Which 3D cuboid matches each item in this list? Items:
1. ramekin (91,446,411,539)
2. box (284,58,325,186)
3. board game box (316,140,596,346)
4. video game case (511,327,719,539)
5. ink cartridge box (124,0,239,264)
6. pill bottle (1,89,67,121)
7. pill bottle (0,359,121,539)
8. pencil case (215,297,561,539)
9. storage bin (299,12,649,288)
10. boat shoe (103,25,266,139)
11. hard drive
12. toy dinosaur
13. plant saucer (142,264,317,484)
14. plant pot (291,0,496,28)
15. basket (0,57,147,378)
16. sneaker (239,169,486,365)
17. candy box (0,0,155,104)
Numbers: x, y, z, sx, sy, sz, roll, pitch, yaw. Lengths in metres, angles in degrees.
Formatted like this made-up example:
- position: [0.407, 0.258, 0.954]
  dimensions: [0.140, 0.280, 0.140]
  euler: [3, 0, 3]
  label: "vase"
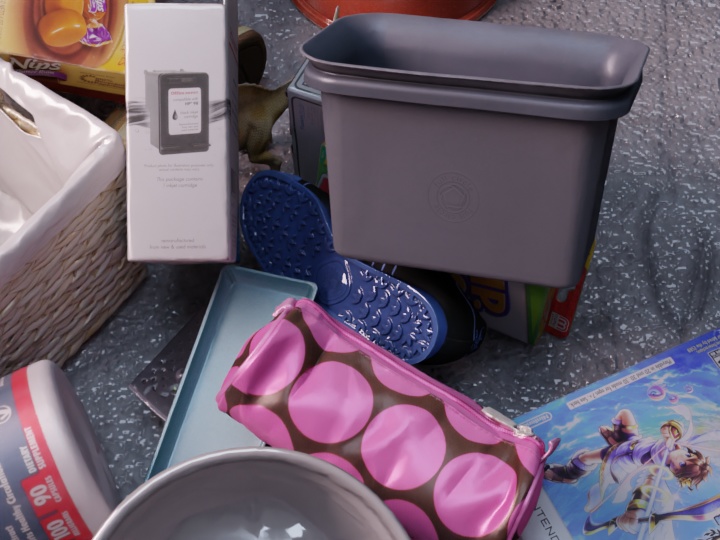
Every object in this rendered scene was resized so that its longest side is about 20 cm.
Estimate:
- position: [-0.063, 0.203, 0.740]
  dimensions: [0.198, 0.105, 0.202]
  euler: [2, 78, -8]
  label: "ramekin"
- position: [0.049, -0.083, 0.953]
  dimensions: [0.199, 0.117, 0.060]
  euler: [20, 59, 15]
  label: "box"
- position: [0.059, -0.019, 0.922]
  dimensions: [0.199, 0.096, 0.030]
  euler: [21, 39, 14]
  label: "board game box"
- position: [0.193, 0.150, 0.836]
  dimensions: [0.199, 0.046, 0.182]
  euler: [-22, 59, -13]
  label: "video game case"
- position: [-0.115, -0.105, 0.875]
  dimensions: [0.066, 0.116, 0.202]
  euler: [-1, 89, -2]
  label: "ink cartridge box"
- position: [-0.240, -0.208, 1.049]
  dimensions: [0.110, 0.111, 0.200]
  euler: [29, 62, 20]
  label: "pill bottle"
- position: [-0.256, 0.147, 0.805]
  dimensions: [0.199, 0.120, 0.120]
  euler: [-24, 58, -6]
  label: "pill bottle"
- position: [0.015, 0.093, 0.791]
  dimensions: [0.199, 0.094, 0.091]
  euler: [30, 19, 8]
  label: "pencil case"
- position: [0.069, -0.076, 0.825]
  dimensions: [0.198, 0.135, 0.146]
  euler: [9, 25, 14]
  label: "storage bin"
- position: [-0.157, -0.124, 1.020]
  dimensions: [0.076, 0.072, 0.200]
  euler: [26, 60, 32]
  label: "boat shoe"
- position: [-0.039, 0.093, 0.883]
  dimensions: [0.199, 0.042, 0.135]
  euler: [31, 62, 21]
  label: "hard drive"
- position: [-0.081, -0.107, 0.982]
  dimensions: [0.199, 0.101, 0.058]
  euler: [-31, 60, -18]
  label: "toy dinosaur"
- position: [-0.087, 0.093, 0.848]
  dimensions: [0.069, 0.019, 0.201]
  euler: [12, 68, 15]
  label: "plant saucer"
- position: [0.027, -0.323, 1.066]
  dimensions: [0.199, 0.196, 0.202]
  euler: [-1, 56, 1]
  label: "plant pot"
- position: [-0.278, -0.025, 0.899]
  dimensions: [0.197, 0.161, 0.200]
  euler: [30, 63, 20]
  label: "basket"
- position: [0.000, 0.000, 0.908]
  dimensions: [0.200, 0.078, 0.070]
  euler: [41, 110, 30]
  label: "sneaker"
- position: [-0.208, -0.230, 0.976]
  dimensions: [0.116, 0.056, 0.202]
  euler: [8, 72, -18]
  label: "candy box"
